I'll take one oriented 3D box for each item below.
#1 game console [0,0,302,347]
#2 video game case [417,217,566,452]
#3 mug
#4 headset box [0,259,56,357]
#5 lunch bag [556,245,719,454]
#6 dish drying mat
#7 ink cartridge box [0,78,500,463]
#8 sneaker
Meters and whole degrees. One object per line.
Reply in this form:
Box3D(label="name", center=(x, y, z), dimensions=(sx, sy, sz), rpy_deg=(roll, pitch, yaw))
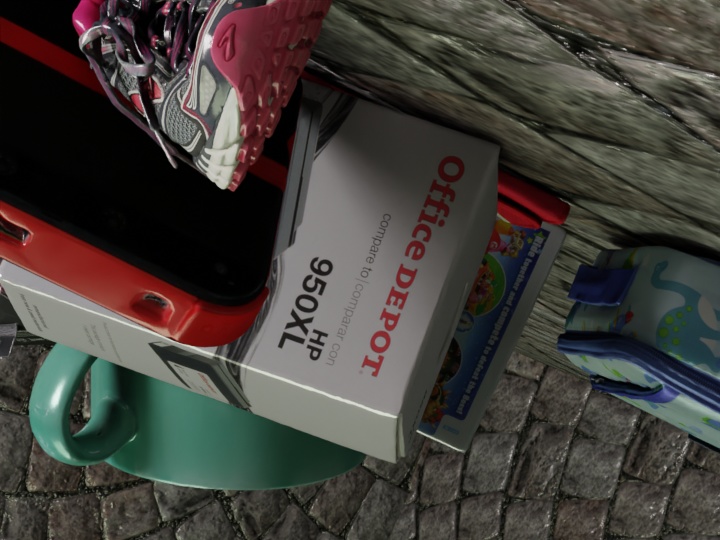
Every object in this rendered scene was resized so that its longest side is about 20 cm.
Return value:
Box3D(label="game console", center=(-0.119, -0.069, 0.788), dimensions=(0.200, 0.031, 0.177), rpy_deg=(28, -140, -19))
Box3D(label="video game case", center=(0.000, 0.000, 1.093), dimensions=(0.199, 0.144, 0.018), rpy_deg=(25, -178, -2))
Box3D(label="mug", center=(-0.071, 0.041, 0.991), dimensions=(0.151, 0.115, 0.185), rpy_deg=(6, -167, 13))
Box3D(label="headset box", center=(-0.198, -0.039, 1.183), dimensions=(0.077, 0.201, 0.149), rpy_deg=(29, 160, -30))
Box3D(label="lunch bag", center=(0.189, 0.047, 0.992), dimensions=(0.160, 0.083, 0.200), rpy_deg=(28, 177, -5))
Box3D(label="dish drying mat", center=(0.009, -0.070, 0.965), dimensions=(0.199, 0.018, 0.077), rpy_deg=(25, 178, -17))
Box3D(label="ink cartridge box", center=(-0.048, -0.014, 0.897), dimensions=(0.199, 0.145, 0.084), rpy_deg=(19, 162, 8))
Box3D(label="sneaker", center=(-0.067, -0.081, 0.709), dimensions=(0.074, 0.081, 0.200), rpy_deg=(27, 178, -16))
